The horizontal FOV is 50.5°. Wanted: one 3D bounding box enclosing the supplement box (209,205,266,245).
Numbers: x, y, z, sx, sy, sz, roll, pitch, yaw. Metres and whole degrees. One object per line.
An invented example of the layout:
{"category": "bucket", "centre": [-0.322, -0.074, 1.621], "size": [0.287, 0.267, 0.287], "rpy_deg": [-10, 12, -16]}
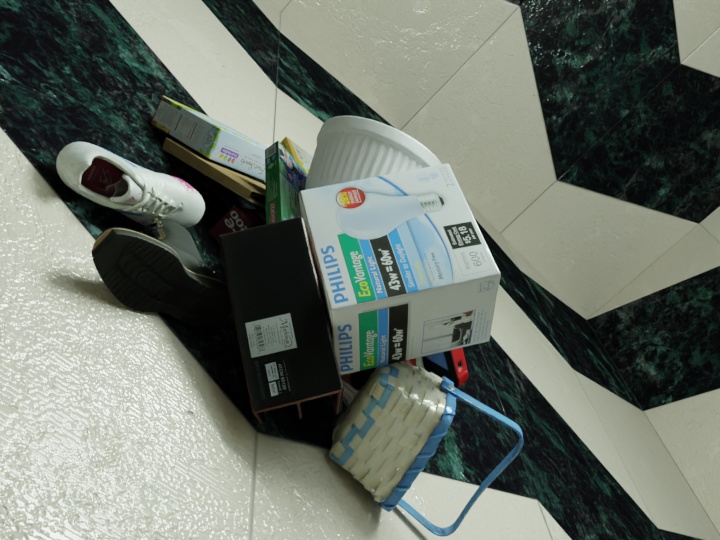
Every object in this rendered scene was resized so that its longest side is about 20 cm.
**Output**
{"category": "supplement box", "centre": [-0.126, -0.029, 1.143], "size": [0.110, 0.061, 0.199], "rpy_deg": [53, 18, 16]}

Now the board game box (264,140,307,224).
{"category": "board game box", "centre": [-0.086, -0.078, 1.095], "size": [0.135, 0.029, 0.203], "rpy_deg": [49, 22, -37]}

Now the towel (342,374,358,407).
{"category": "towel", "centre": [-0.054, 0.076, 1.049], "size": [0.146, 0.029, 0.203], "rpy_deg": [45, 24, -46]}

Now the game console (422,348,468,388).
{"category": "game console", "centre": [0.078, 0.066, 1.102], "size": [0.175, 0.031, 0.204], "rpy_deg": [20, -49, 54]}

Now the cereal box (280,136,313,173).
{"category": "cereal box", "centre": [-0.085, -0.182, 1.613], "size": [0.199, 0.039, 0.145], "rpy_deg": [34, 22, -41]}

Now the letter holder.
{"category": "letter holder", "centre": [-0.090, 0.068, 0.884], "size": [0.143, 0.098, 0.205], "rpy_deg": [95, -19, -68]}

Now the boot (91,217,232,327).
{"category": "boot", "centre": [-0.237, -0.023, 0.854], "size": [0.139, 0.077, 0.200], "rpy_deg": [54, 4, 34]}

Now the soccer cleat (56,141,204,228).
{"category": "soccer cleat", "centre": [-0.262, -0.087, 0.903], "size": [0.198, 0.071, 0.086], "rpy_deg": [22, 8, -42]}

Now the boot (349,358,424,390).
{"category": "boot", "centre": [0.028, 0.145, 1.045], "size": [0.071, 0.203, 0.144], "rpy_deg": [27, 45, 25]}

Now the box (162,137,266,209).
{"category": "box", "centre": [-0.187, -0.136, 1.167], "size": [0.198, 0.022, 0.162], "rpy_deg": [33, 8, 29]}

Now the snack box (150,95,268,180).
{"category": "snack box", "centre": [-0.218, -0.204, 1.229], "size": [0.141, 0.054, 0.199], "rpy_deg": [32, 8, 28]}

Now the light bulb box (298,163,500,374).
{"category": "light bulb box", "centre": [0.039, -0.005, 0.922], "size": [0.127, 0.195, 0.201], "rpy_deg": [88, -13, -48]}

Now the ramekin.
{"category": "ramekin", "centre": [0.014, -0.118, 1.084], "size": [0.196, 0.107, 0.201], "rpy_deg": [22, -14, 6]}

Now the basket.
{"category": "basket", "centre": [0.076, 0.209, 0.927], "size": [0.198, 0.178, 0.139], "rpy_deg": [36, 16, 0]}
